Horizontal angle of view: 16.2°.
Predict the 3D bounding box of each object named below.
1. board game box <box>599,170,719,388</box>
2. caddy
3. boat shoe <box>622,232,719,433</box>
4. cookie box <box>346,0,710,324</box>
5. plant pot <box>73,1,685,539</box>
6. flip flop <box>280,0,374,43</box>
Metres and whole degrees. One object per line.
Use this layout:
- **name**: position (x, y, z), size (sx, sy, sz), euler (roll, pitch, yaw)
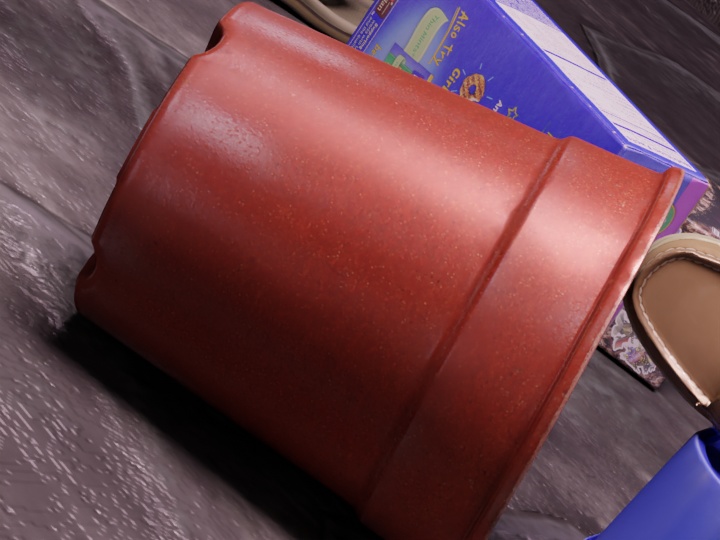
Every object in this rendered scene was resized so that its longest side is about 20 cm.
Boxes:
- **board game box**: position (0.139, -0.041, 1.575), size (0.200, 0.097, 0.159), euler (37, 16, -1)
- **caddy**: position (0.169, 0.148, 1.101), size (0.141, 0.105, 0.200), euler (44, 15, 15)
- **boat shoe**: position (0.189, 0.060, 1.053), size (0.200, 0.074, 0.066), euler (41, 9, 8)
- **cookie box**: position (0.056, -0.042, 1.278), size (0.075, 0.172, 0.200), euler (16, 27, -43)
- **plant pot**: position (0.000, 0.000, 1.041), size (0.195, 0.201, 0.201), euler (29, 16, 3)
- **flip flop**: position (-0.030, -0.210, 1.759), size (0.199, 0.058, 0.081), euler (29, 18, -24)
